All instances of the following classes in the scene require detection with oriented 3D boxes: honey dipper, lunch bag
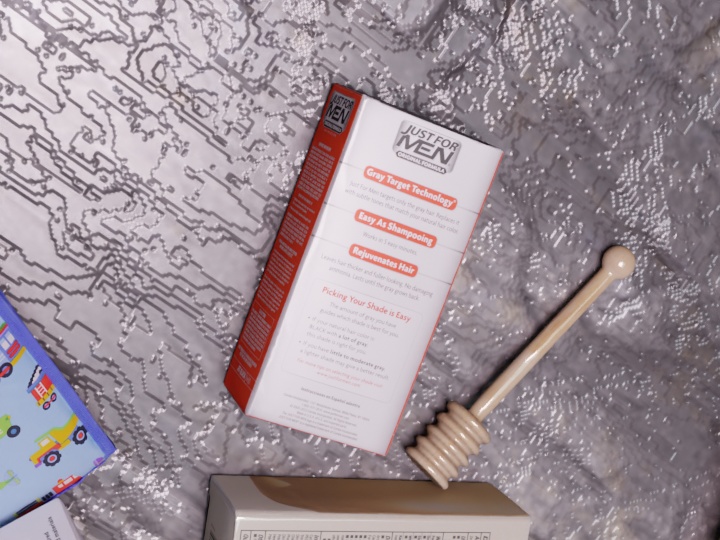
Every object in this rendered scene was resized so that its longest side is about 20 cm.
[{"bbox_3d":[0.110,0.059,0.984,0.200,0.038,0.038,-45,113,-8],"label":"honey dipper"},{"bbox_3d":[-0.239,0.089,0.847,0.150,0.094,0.201,-36,121,-11],"label":"lunch bag"}]

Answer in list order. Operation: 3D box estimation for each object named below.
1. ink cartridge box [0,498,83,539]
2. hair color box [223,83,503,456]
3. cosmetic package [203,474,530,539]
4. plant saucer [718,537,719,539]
[{"bbox_3d":[-0.226,0.248,0.866,0.198,0.084,0.146,-28,128,-11],"label":"ink cartridge box"},{"bbox_3d":[0.000,0.000,0.915,0.101,0.061,0.202,19,97,-22],"label":"hair color box"},{"bbox_3d":[0.000,0.191,0.955,0.198,0.071,0.107,6,100,-20],"label":"cosmetic package"},{"bbox_3d":[0.322,0.237,1.092,0.198,0.048,0.202,18,97,-22],"label":"plant saucer"}]
